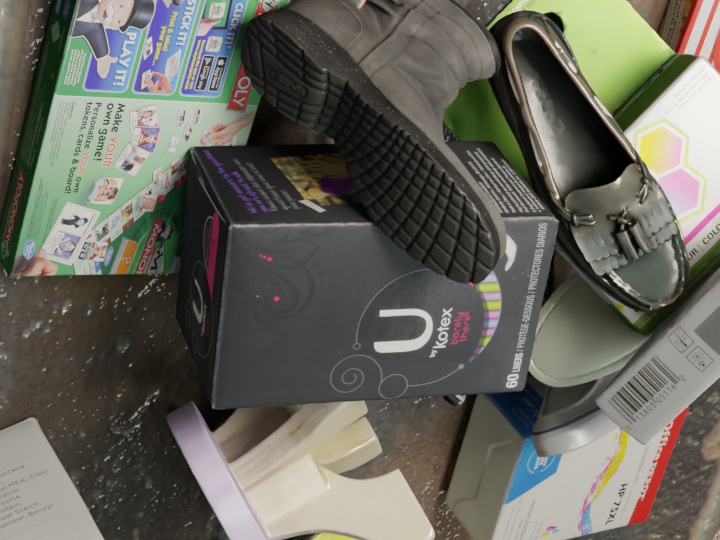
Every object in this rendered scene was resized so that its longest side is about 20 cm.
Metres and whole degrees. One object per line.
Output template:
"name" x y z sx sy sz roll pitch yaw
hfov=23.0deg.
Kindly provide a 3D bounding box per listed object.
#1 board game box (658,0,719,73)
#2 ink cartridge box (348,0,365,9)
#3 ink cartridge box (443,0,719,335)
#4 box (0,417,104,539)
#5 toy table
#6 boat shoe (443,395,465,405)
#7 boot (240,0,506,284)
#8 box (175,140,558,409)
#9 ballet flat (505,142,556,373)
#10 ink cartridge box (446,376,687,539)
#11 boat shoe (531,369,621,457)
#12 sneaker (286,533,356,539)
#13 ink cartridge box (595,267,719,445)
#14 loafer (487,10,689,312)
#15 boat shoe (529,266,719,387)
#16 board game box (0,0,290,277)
"board game box" 0.289 -0.186 1.190 0.150 0.046 0.202 7 120 -15
"ink cartridge box" 0.023 -0.246 0.896 0.043 0.174 0.201 19 111 -42
"ink cartridge box" 0.156 -0.084 1.112 0.148 0.076 0.200 -45 98 5
"box" -0.253 0.234 1.106 0.198 0.131 0.200 -23 133 -19
"toy table" -0.045 0.122 1.147 0.116 0.185 0.200 -29 176 -5
"boat shoe" 0.030 0.040 1.196 0.061 0.076 0.199 -53 135 4
"boot" 0.040 -0.095 0.993 0.131 0.200 0.070 -31 165 -39
"box" 0.000 0.000 1.046 0.198 0.106 0.124 -3 120 -18
"ballet flat" 0.106 -0.016 1.224 0.074 0.074 0.202 -13 128 -26
"ink cartridge box" 0.174 0.139 1.368 0.198 0.067 0.117 -7 127 -31
"boat shoe" 0.161 0.069 1.265 0.073 0.200 0.066 -22 100 27
"sneaker" -0.003 0.262 1.333 0.078 0.090 0.201 -31 134 -9
"ink cartridge box" 0.245 0.005 1.121 0.200 0.047 0.160 -44 173 -45
"loafer" 0.131 -0.061 1.047 0.071 0.063 0.201 -31 92 4
"boat shoe" 0.192 0.002 1.200 0.201 0.060 0.072 -42 94 9
"board game box" -0.125 -0.088 1.020 0.133 0.029 0.202 -1 123 -36
